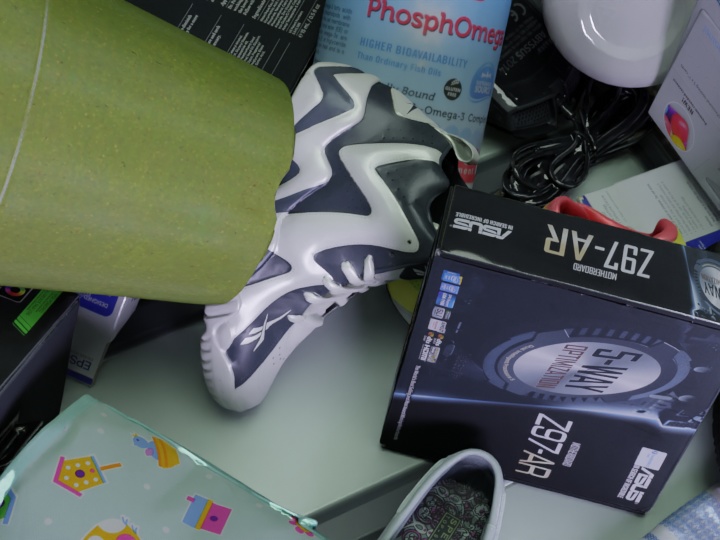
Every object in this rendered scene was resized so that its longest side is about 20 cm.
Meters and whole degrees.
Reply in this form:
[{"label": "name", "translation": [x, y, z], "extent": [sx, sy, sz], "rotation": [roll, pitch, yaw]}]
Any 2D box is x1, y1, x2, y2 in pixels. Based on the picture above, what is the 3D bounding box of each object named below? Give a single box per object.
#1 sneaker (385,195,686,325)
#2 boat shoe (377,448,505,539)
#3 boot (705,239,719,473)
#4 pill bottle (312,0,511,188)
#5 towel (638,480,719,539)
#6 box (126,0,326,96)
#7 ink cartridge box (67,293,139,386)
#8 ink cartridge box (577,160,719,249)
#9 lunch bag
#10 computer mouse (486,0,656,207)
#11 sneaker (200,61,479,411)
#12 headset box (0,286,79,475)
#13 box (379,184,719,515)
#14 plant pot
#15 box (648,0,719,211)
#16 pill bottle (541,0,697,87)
[{"label": "sneaker", "translation": [0.103, -0.004, 1.071], "extent": [0.199, 0.091, 0.078], "rotation": [4, 36, 28]}, {"label": "boat shoe", "translation": [0.018, 0.173, 0.981], "extent": [0.070, 0.072, 0.201], "rotation": [26, 57, 9]}, {"label": "boot", "translation": [0.238, 0.053, 1.019], "extent": [0.069, 0.132, 0.201], "rotation": [-11, 73, -20]}, {"label": "pill bottle", "translation": [0.032, -0.146, 1.114], "extent": [0.108, 0.109, 0.202], "rotation": [11, 99, -1]}, {"label": "towel", "translation": [0.205, 0.193, 1.029], "extent": [0.199, 0.024, 0.147], "rotation": [-29, 65, -25]}, {"label": "box", "translation": [-0.094, -0.139, 1.167], "extent": [0.140, 0.079, 0.201], "rotation": [24, 57, 4]}, {"label": "ink cartridge box", "translation": [-0.155, -0.046, 1.074], "extent": [0.099, 0.039, 0.201], "rotation": [23, 99, 5]}, {"label": "ink cartridge box", "translation": [0.234, -0.027, 1.161], "extent": [0.199, 0.039, 0.100], "rotation": [-18, 61, -21]}, {"label": "lunch bag", "translation": [-0.119, 0.176, 0.930], "extent": [0.170, 0.122, 0.201], "rotation": [29, 63, 11]}, {"label": "computer mouse", "translation": [0.081, -0.130, 1.211], "extent": [0.138, 0.053, 0.200], "rotation": [-36, 81, -30]}, {"label": "sneaker", "translation": [0.000, 0.000, 1.038], "extent": [0.129, 0.079, 0.200], "rotation": [23, 90, 16]}, {"label": "headset box", "translation": [-0.259, 0.060, 0.964], "extent": [0.199, 0.093, 0.174], "rotation": [22, 34, 8]}, {"label": "box", "translation": [0.103, 0.048, 1.002], "extent": [0.159, 0.200, 0.044], "rotation": [15, 56, 0]}, {"label": "plant pot", "translation": [-0.139, -0.064, 0.958], "extent": [0.189, 0.200, 0.201], "rotation": [15, 53, -21]}, {"label": "box", "translation": [0.240, -0.098, 1.055], "extent": [0.041, 0.201, 0.156], "rotation": [-20, 61, -22]}, {"label": "pill bottle", "translation": [0.178, -0.205, 1.213], "extent": [0.112, 0.113, 0.200], "rotation": [16, 33, 2]}]
